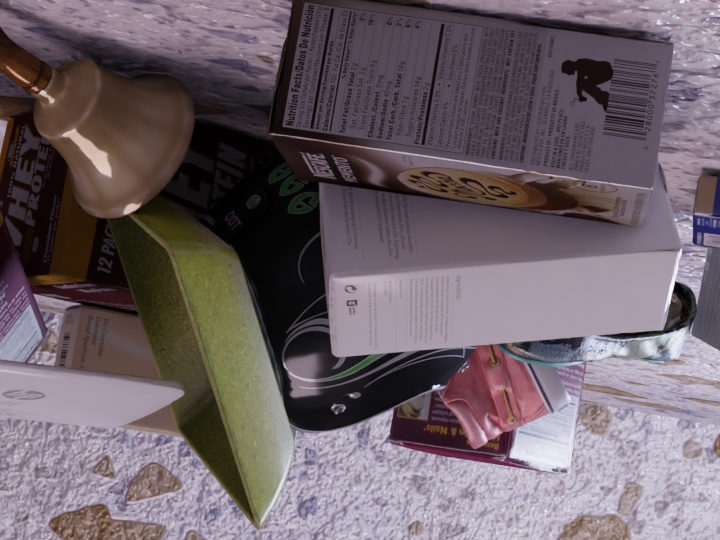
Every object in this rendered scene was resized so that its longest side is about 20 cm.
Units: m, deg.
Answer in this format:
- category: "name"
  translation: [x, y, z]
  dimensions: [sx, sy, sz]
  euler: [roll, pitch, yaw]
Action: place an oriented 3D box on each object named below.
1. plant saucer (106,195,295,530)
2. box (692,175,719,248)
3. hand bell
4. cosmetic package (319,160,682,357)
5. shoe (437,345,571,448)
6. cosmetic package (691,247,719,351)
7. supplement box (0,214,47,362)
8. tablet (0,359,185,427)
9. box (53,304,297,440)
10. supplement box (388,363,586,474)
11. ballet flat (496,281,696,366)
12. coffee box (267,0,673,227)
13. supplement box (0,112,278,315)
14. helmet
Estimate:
- category: "plant saucer"
  translation: [-0.104, 0.043, 1.147]
  dimensions: [0.048, 0.201, 0.200]
  euler: [-22, -159, -16]
- category: "box"
  translation: [0.326, -0.027, 1.171]
  dimensions: [0.198, 0.033, 0.121]
  euler: [10, 173, 12]
- category: "hand bell"
  translation: [-0.202, -0.123, 1.049]
  dimensions: [0.103, 0.105, 0.200]
  euler: [4, 157, 39]
- category: "cosmetic package"
  translation: [0.077, -0.021, 1.009]
  dimensions: [0.198, 0.108, 0.085]
  euler: [-3, 142, -2]
- category: "shoe"
  translation: [0.080, 0.038, 1.333]
  dimensions: [0.090, 0.201, 0.072]
  euler: [-27, -168, 3]
- category: "cosmetic package"
  translation: [0.327, 0.036, 1.242]
  dimensions: [0.106, 0.091, 0.200]
  euler: [8, -168, -11]
- category: "supplement box"
  translation: [-0.312, 0.009, 1.213]
  dimensions: [0.130, 0.104, 0.200]
  euler: [30, 157, 14]
- category: "tablet"
  translation: [-0.230, 0.081, 1.145]
  dimensions: [0.198, 0.014, 0.130]
  euler: [9, 160, -30]
- category: "box"
  translation: [-0.150, 0.091, 1.429]
  dimensions: [0.198, 0.096, 0.078]
  euler: [10, 173, -20]
- category: "supplement box"
  translation: [0.116, 0.061, 1.460]
  dimensions: [0.130, 0.202, 0.103]
  euler: [4, 171, 42]
- category: "ballet flat"
  translation: [0.174, 0.028, 1.251]
  dimensions: [0.074, 0.075, 0.199]
  euler: [2, -179, 43]
- category: "coffee box"
  translation: [0.060, -0.083, 0.921]
  dimensions: [0.198, 0.081, 0.113]
  euler: [9, 172, 8]
- category: "supplement box"
  translation: [-0.165, -0.038, 1.339]
  dimensions: [0.199, 0.134, 0.197]
  euler: [13, 172, -29]
- category: "helmet"
  translation: [0.000, 0.000, 1.191]
  dimensions: [0.189, 0.202, 0.200]
  euler: [-21, 180, -14]
